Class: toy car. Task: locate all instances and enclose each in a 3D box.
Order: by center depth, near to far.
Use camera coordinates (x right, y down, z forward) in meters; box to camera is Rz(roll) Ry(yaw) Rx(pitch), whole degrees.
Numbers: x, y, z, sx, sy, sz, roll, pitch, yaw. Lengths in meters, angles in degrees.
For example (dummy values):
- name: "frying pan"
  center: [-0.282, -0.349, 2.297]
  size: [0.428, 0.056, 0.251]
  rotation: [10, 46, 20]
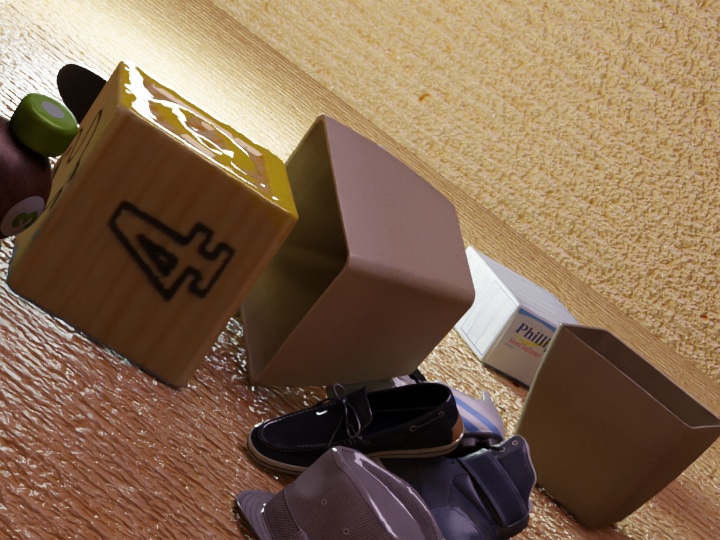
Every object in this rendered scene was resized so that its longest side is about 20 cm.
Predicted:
- name: "toy car"
  center: [-0.335, -0.061, 1.382]
  size: [0.157, 0.165, 0.201]
  rotation: [32, 22, -16]

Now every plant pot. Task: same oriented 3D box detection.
- name: "plant pot"
  center: [0.000, 0.000, 1.720]
  size: [0.176, 0.200, 0.201]
  rotation: [16, 43, -29]
- name: "plant pot"
  center: [0.295, 0.197, 2.057]
  size: [0.200, 0.178, 0.199]
  rotation: [40, 12, 22]

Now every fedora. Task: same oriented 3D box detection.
- name: "fedora"
  center: [-0.002, 0.212, 1.397]
  size: [0.176, 0.091, 0.200]
  rotation: [25, 16, -41]

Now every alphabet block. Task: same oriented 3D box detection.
- name: "alphabet block"
  center: [-0.194, -0.047, 1.586]
  size: [0.195, 0.201, 0.196]
  rotation: [31, 12, -18]

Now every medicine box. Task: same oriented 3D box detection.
- name: "medicine box"
  center: [0.231, 0.082, 2.495]
  size: [0.181, 0.103, 0.200]
  rotation: [29, 14, -30]

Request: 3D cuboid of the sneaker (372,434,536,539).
- name: "sneaker"
  center: [0.075, 0.181, 1.581]
  size: [0.203, 0.145, 0.077]
  rotation: [49, -19, 31]

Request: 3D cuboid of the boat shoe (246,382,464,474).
- name: "boat shoe"
  center: [-0.005, 0.137, 1.530]
  size: [0.198, 0.063, 0.075]
  rotation: [-6, 38, -4]

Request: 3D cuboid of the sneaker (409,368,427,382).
- name: "sneaker"
  center: [0.042, 0.121, 1.878]
  size: [0.200, 0.060, 0.104]
  rotation: [52, 3, -15]

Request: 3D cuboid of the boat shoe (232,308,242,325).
- name: "boat shoe"
  center: [-0.101, 0.038, 1.838]
  size: [0.199, 0.072, 0.065]
  rotation: [32, 10, -43]

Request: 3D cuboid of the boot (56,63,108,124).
- name: "boot"
  center: [-0.319, -0.223, 2.224]
  size: [0.187, 0.069, 0.200]
  rotation: [31, 12, -19]

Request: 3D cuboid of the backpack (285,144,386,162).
- name: "backpack"
  center: [-0.049, -0.079, 2.107]
  size: [0.134, 0.201, 0.183]
  rotation: [29, 14, -26]

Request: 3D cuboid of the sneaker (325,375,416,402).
- name: "sneaker"
  center: [0.054, 0.168, 1.771]
  size: [0.199, 0.076, 0.092]
  rotation: [29, 20, -16]

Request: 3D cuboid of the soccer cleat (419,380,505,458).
- name: "soccer cleat"
  center: [0.052, 0.148, 1.715]
  size: [0.198, 0.070, 0.087]
  rotation: [10, 47, -23]
